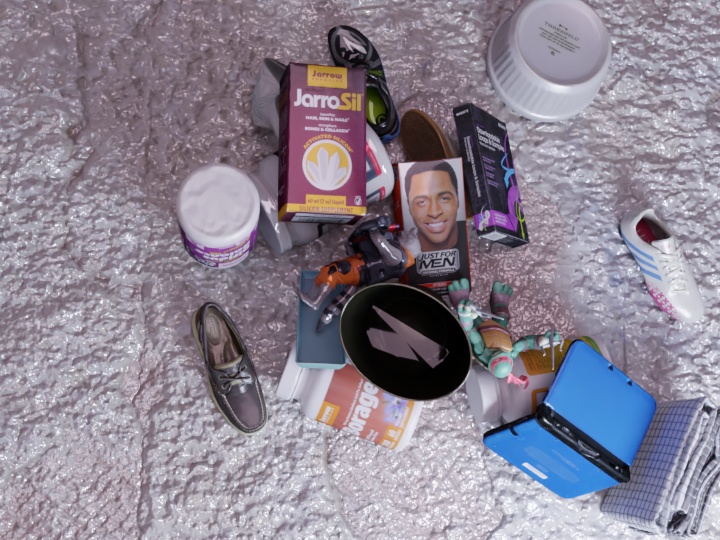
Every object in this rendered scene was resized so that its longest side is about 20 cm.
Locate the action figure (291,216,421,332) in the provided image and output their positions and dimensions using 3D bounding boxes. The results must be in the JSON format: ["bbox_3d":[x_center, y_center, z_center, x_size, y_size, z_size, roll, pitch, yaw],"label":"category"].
[{"bbox_3d":[0.000,0.000,1.336,0.192,0.200,0.105,-27,84,-6],"label":"action figure"}]

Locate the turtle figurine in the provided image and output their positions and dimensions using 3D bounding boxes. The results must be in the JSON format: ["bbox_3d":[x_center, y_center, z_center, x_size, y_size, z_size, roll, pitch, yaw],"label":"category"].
[{"bbox_3d":[0.187,0.085,1.308,0.148,0.201,0.101,21,114,-20],"label":"turtle figurine"}]

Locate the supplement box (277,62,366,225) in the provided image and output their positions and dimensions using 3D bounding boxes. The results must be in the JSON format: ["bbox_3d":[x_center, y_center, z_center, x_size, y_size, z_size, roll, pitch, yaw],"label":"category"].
[{"bbox_3d":[-0.052,-0.168,1.271,0.109,0.086,0.203,2,83,-13],"label":"supplement box"}]

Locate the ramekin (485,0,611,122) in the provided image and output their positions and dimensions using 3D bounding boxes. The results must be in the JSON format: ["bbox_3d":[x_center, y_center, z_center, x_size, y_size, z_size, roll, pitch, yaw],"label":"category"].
[{"bbox_3d":[0.308,-0.348,1.508,0.200,0.094,0.205,2,77,-7],"label":"ramekin"}]

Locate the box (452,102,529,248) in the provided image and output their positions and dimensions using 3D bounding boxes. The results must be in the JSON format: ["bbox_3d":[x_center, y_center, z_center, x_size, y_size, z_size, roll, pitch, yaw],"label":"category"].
[{"bbox_3d":[0.200,-0.142,1.428,0.036,0.143,0.202,-17,77,28],"label":"box"}]

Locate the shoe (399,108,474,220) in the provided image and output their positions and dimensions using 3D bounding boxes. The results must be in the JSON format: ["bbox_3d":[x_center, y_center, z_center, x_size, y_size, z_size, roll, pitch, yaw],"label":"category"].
[{"bbox_3d":[0.129,-0.164,1.468,0.070,0.053,0.201,-37,79,28],"label":"shoe"}]

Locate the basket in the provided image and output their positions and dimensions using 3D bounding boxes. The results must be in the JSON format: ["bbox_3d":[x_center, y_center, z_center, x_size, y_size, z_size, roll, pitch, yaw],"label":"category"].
[{"bbox_3d":[0.069,0.084,1.280,0.179,0.200,0.137,30,97,5],"label":"basket"}]

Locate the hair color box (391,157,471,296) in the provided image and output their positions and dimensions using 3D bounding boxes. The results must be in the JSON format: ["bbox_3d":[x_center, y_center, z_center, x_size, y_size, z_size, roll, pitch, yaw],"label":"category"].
[{"bbox_3d":[0.104,-0.063,1.405,0.100,0.061,0.203,-7,95,-9],"label":"hair color box"}]

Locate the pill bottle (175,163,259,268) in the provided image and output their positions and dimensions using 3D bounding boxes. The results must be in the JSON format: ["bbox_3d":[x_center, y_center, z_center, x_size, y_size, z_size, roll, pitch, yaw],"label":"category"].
[{"bbox_3d":[-0.198,-0.066,1.317,0.111,0.200,0.114,2,77,-7],"label":"pill bottle"}]

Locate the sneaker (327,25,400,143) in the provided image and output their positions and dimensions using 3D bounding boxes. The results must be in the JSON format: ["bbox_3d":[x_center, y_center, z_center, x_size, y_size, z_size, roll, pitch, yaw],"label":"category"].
[{"bbox_3d":[0.007,-0.295,1.456,0.070,0.083,0.201,-24,80,7],"label":"sneaker"}]

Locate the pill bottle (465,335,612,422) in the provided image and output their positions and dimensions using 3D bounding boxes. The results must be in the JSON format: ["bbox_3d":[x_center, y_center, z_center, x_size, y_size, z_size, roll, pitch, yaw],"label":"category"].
[{"bbox_3d":[0.259,0.164,1.377,0.198,0.111,0.112,-8,79,-10],"label":"pill bottle"}]

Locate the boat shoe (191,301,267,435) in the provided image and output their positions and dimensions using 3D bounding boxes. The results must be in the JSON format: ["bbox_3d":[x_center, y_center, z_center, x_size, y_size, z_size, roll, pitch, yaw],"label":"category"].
[{"bbox_3d":[-0.189,0.139,1.342,0.073,0.065,0.202,-25,83,-14],"label":"boat shoe"}]

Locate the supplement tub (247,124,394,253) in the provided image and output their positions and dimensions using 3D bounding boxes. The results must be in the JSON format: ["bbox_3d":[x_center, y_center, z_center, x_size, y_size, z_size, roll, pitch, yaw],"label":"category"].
[{"bbox_3d":[-0.063,-0.128,1.382,0.199,0.140,0.141,-31,83,-14],"label":"supplement tub"}]

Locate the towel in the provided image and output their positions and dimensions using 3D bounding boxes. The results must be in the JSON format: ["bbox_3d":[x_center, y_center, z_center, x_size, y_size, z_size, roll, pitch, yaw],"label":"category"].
[{"bbox_3d":[0.448,0.287,1.350,0.085,0.166,0.201,28,75,-7],"label":"towel"}]

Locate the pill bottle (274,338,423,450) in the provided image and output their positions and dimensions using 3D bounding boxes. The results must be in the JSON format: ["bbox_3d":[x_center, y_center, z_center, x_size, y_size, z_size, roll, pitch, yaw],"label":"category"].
[{"bbox_3d":[-0.015,0.171,1.336,0.198,0.112,0.113,20,75,-3],"label":"pill bottle"}]

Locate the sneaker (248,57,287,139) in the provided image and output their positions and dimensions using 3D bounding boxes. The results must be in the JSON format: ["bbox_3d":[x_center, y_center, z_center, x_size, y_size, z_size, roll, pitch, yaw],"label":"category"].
[{"bbox_3d":[-0.120,-0.233,1.395,0.070,0.081,0.201,19,31,-29],"label":"sneaker"}]

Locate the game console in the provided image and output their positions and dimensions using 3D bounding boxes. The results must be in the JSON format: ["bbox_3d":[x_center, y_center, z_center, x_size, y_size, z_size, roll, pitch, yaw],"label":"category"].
[{"bbox_3d":[0.298,0.216,1.338,0.199,0.170,0.119,36,45,-26],"label":"game console"}]

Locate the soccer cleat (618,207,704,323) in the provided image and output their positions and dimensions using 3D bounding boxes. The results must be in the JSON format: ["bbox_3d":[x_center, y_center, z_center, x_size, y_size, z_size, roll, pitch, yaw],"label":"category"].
[{"bbox_3d":[0.472,-0.008,1.459,0.069,0.086,0.201,-31,84,-13],"label":"soccer cleat"}]

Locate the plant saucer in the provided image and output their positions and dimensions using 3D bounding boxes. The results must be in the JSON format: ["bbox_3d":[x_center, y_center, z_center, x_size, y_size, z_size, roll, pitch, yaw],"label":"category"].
[{"bbox_3d":[-0.055,0.069,1.342,0.069,0.019,0.201,2,37,-3],"label":"plant saucer"}]
